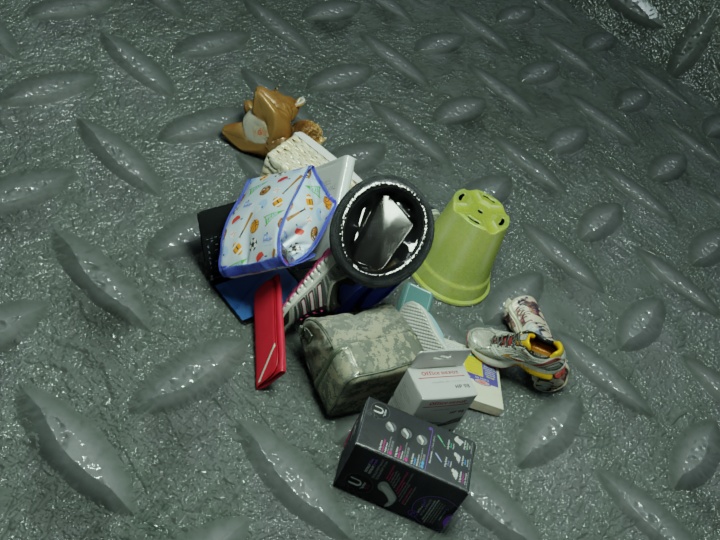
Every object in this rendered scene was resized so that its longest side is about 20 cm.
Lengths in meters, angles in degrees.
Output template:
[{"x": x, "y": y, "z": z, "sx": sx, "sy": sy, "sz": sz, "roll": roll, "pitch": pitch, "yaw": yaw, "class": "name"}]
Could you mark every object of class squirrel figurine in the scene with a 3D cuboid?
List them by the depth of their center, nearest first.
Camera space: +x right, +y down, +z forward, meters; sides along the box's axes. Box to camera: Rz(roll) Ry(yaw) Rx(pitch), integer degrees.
[{"x": -0.180, "y": -0.326, "z": 2.018, "sx": 0.200, "sy": 0.142, "sz": 0.187, "roll": 42, "pitch": 30, "yaw": -2, "class": "squirrel figurine"}]

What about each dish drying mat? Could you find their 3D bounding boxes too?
[{"x": -0.163, "y": 0.105, "z": 1.568, "sx": 0.018, "sy": 0.077, "sz": 0.203, "roll": 23, "pitch": 44, "yaw": -35, "class": "dish drying mat"}]

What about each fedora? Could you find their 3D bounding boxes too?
[{"x": 0.032, "y": -0.065, "z": 1.571, "sx": 0.196, "sy": 0.092, "sz": 0.206, "roll": 2, "pitch": 82, "yaw": -12, "class": "fedora"}]

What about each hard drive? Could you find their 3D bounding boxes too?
[{"x": -0.070, "y": -0.109, "z": 1.697, "sx": 0.026, "sy": 0.131, "sz": 0.204, "roll": 19, "pitch": 74, "yaw": -30, "class": "hard drive"}]

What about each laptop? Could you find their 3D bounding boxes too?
[{"x": -0.198, "y": -0.027, "z": 1.683, "sx": 0.102, "sy": 0.205, "sz": 0.175, "roll": 9, "pitch": 21, "yaw": 44, "class": "laptop"}]

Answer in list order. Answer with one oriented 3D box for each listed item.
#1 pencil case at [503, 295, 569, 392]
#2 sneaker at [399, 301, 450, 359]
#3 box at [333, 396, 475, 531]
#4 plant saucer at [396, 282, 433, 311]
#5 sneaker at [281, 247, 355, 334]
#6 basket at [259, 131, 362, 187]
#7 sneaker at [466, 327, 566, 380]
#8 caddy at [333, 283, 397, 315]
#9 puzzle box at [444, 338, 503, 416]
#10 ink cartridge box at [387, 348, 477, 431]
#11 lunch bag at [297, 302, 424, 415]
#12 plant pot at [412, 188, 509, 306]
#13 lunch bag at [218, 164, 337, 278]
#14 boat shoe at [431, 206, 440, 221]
[{"x": 0.355, "y": 0.145, "z": 1.813, "sx": 0.089, "sy": 0.078, "sz": 0.202, "roll": 27, "pitch": 33, "yaw": -41, "class": "pencil case"}, {"x": 0.138, "y": 0.152, "z": 1.638, "sx": 0.082, "sy": 0.073, "sz": 0.204, "roll": 23, "pitch": 45, "yaw": -64, "class": "sneaker"}, {"x": 0.073, "y": 0.315, "z": 1.447, "sx": 0.197, "sy": 0.123, "sz": 0.107, "roll": 24, "pitch": 40, "yaw": -3, "class": "box"}, {"x": 0.101, "y": 0.096, "z": 1.780, "sx": 0.069, "sy": 0.019, "sz": 0.201, "roll": 25, "pitch": 39, "yaw": -2, "class": "plant saucer"}, {"x": -0.080, "y": 0.054, "z": 1.603, "sx": 0.087, "sy": 0.201, "sz": 0.074, "roll": 39, "pitch": 13, "yaw": -6, "class": "sneaker"}, {"x": -0.110, "y": -0.169, "z": 1.863, "sx": 0.199, "sy": 0.137, "sz": 0.123, "roll": 40, "pitch": 46, "yaw": 16, "class": "basket"}, {"x": 0.301, "y": 0.142, "z": 1.712, "sx": 0.196, "sy": 0.083, "sz": 0.079, "roll": 11, "pitch": 51, "yaw": 13, "class": "sneaker"}, {"x": 0.000, "y": 0.000, "z": 1.698, "sx": 0.139, "sy": 0.200, "sz": 0.106, "roll": -15, "pitch": 70, "yaw": -37, "class": "caddy"}, {"x": 0.178, "y": 0.193, "z": 1.696, "sx": 0.196, "sy": 0.026, "sz": 0.135, "roll": 20, "pitch": 40, "yaw": -16, "class": "puzzle box"}, {"x": 0.117, "y": 0.224, "z": 1.507, "sx": 0.114, "sy": 0.202, "sz": 0.067, "roll": -1, "pitch": 46, "yaw": -28, "class": "ink cartridge box"}, {"x": 0.003, "y": 0.144, "z": 1.577, "sx": 0.197, "sy": 0.140, "sz": 0.170, "roll": -9, "pitch": 56, "yaw": -33, "class": "lunch bag"}, {"x": 0.221, "y": -0.062, "z": 1.882, "sx": 0.196, "sy": 0.186, "sz": 0.203, "roll": 15, "pitch": 41, "yaw": -13, "class": "plant pot"}, {"x": -0.156, "y": -0.072, "z": 1.608, "sx": 0.124, "sy": 0.168, "sz": 0.202, "roll": 52, "pitch": 45, "yaw": -32, "class": "lunch bag"}, {"x": 0.086, "y": -0.106, "z": 1.944, "sx": 0.197, "sy": 0.076, "sz": 0.062, "roll": -15, "pitch": 42, "yaw": -32, "class": "boat shoe"}]
